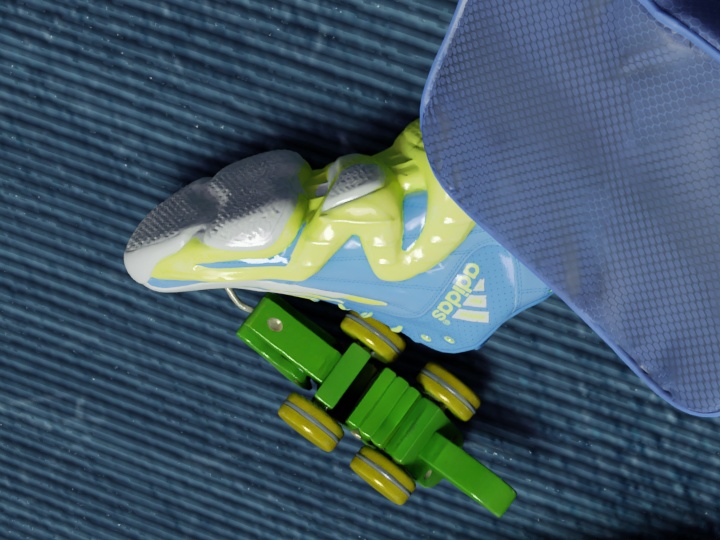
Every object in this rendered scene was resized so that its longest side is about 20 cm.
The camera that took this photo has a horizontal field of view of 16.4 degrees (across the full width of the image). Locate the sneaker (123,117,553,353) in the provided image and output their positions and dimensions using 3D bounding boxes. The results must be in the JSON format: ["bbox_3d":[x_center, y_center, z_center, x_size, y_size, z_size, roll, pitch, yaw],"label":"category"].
[{"bbox_3d":[0.000,0.000,1.051,0.199,0.076,0.105,-14,116,25],"label":"sneaker"}]

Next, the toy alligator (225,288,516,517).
[{"bbox_3d":[-0.014,0.045,1.110,0.200,0.059,0.054,36,172,7],"label":"toy alligator"}]

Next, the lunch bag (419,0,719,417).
[{"bbox_3d":[0.138,-0.052,0.907,0.200,0.132,0.136,45,136,22],"label":"lunch bag"}]
